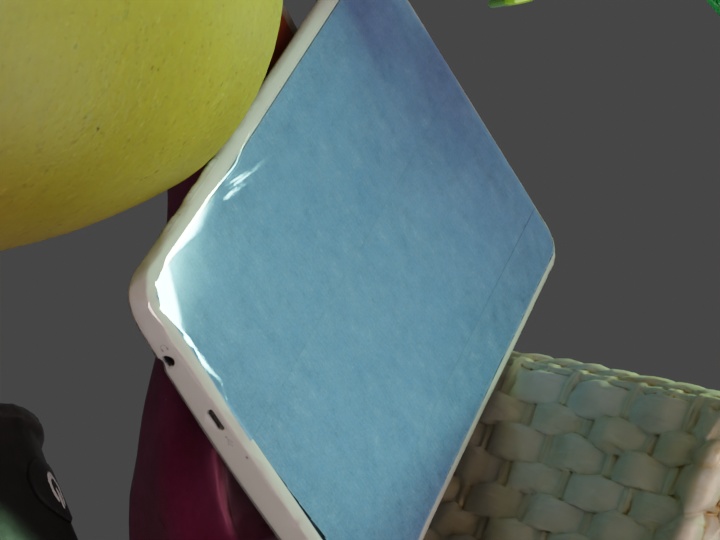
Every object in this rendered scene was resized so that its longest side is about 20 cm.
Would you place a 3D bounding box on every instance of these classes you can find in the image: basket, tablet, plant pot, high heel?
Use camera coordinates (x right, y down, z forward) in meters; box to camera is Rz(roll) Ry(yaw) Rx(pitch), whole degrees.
[{"bbox_3d":[0.098,0.144,0.929,0.161,0.200,0.199,26,84,-24],"label":"basket"},{"bbox_3d":[0.000,0.000,0.904,0.130,0.014,0.200,57,35,-22],"label":"tablet"},{"bbox_3d":[-0.104,-0.086,0.822,0.142,0.200,0.201,17,88,-45],"label":"plant pot"},{"bbox_3d":[-0.056,-0.006,0.925,0.067,0.096,0.201,5,71,-56],"label":"high heel"}]

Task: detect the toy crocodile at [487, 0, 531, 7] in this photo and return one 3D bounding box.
[{"bbox_3d":[-0.020,-0.139,0.910,0.199,0.067,0.062,20,88,-27],"label":"toy crocodile"}]

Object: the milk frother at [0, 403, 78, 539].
[{"bbox_3d":[-0.152,0.163,0.815,0.180,0.200,0.189,12,48,-63],"label":"milk frother"}]

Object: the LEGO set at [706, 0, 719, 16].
[{"bbox_3d":[0.197,-0.108,1.019,0.200,0.116,0.154,36,110,-21],"label":"LEGO set"}]
